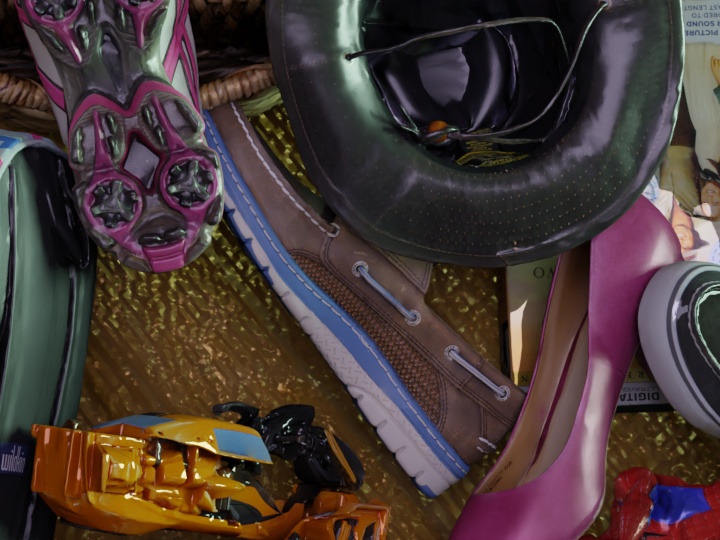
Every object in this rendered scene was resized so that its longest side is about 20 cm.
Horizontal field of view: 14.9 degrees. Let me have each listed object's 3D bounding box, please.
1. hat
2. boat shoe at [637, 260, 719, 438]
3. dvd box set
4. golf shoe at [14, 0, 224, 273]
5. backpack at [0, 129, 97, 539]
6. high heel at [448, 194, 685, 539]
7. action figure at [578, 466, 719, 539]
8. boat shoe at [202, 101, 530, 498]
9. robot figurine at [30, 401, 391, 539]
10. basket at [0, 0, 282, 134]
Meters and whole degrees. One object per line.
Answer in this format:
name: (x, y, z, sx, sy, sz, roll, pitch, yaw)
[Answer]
hat: (0.043, -0.104, 1.171, 0.199, 0.081, 0.202, -2, 98, -13)
boat shoe: (0.200, 0.062, 1.194, 0.200, 0.056, 0.069, 41, 64, -28)
dvd box set: (0.131, -0.036, 1.256, 0.145, 0.029, 0.202, -1, 80, -6)
golf shoe: (-0.104, -0.097, 1.126, 0.072, 0.092, 0.202, -9, 92, -6)
backpack: (-0.185, 0.035, 1.121, 0.149, 0.177, 0.202, 15, 88, 12)
high heel: (0.075, 0.051, 1.165, 0.200, 0.067, 0.096, -47, 109, -20)
action figure: (0.171, 0.105, 1.133, 0.199, 0.099, 0.065, -21, 116, 22)
boat shoe: (0.000, 0.000, 1.199, 0.072, 0.072, 0.201, -36, 105, 0)
robot figurine: (-0.060, 0.124, 1.137, 0.199, 0.058, 0.146, 12, 87, -48)
basket: (-0.107, -0.137, 1.183, 0.198, 0.149, 0.144, 1, 80, -9)
